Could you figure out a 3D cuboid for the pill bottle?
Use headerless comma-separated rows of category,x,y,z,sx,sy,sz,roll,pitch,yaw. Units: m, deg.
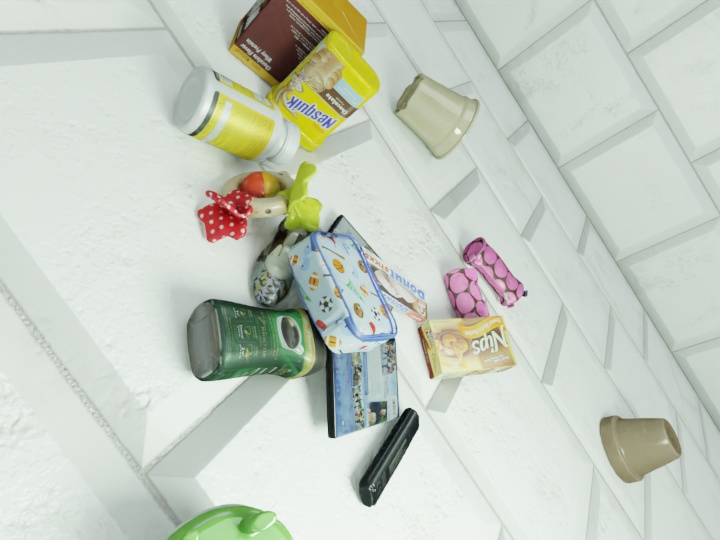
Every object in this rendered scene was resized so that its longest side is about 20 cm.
pill bottle,-0.204,-0.254,0.895,0.199,0.111,0.112,17,53,-43

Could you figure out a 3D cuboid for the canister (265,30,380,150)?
canister,-0.077,-0.355,1.044,0.148,0.199,0.087,39,39,-25

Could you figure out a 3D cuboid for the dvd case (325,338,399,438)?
dvd case,0.008,0.186,0.863,0.199,0.017,0.144,8,78,-56

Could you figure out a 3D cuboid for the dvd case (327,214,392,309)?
dvd case,0.000,0.000,1.030,0.200,0.017,0.143,48,38,-16

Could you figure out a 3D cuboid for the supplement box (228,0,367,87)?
supplement box,-0.126,-0.486,1.077,0.197,0.199,0.134,33,43,-32

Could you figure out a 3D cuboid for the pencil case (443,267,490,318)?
pencil case,0.273,0.089,1.256,0.093,0.091,0.202,-11,73,-16

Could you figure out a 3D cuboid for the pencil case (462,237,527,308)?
pencil case,0.359,0.008,1.407,0.200,0.091,0.094,45,49,-17

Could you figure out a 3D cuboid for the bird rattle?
bird rattle,-0.164,-0.112,0.850,0.163,0.198,0.113,-121,-160,-53

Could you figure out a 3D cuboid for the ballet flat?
ballet flat,-0.127,-0.031,0.866,0.072,0.072,0.201,41,39,-23

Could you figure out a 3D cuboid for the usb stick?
usb stick,0.052,0.306,0.872,0.200,0.032,0.056,-41,133,-54

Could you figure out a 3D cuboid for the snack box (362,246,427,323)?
snack box,0.062,0.031,1.032,0.199,0.024,0.072,34,44,-33

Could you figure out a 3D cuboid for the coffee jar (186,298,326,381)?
coffee jar,-0.140,0.102,0.743,0.199,0.085,0.105,12,56,-47

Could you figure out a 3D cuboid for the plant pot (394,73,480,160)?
plant pot,0.205,-0.453,1.488,0.183,0.200,0.201,31,43,-17

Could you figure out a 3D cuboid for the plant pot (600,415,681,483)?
plant pot,0.859,0.525,1.586,0.200,0.174,0.202,30,44,-34

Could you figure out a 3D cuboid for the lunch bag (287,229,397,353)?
lunch bag,-0.023,0.029,0.823,0.160,0.075,0.201,6,56,-57

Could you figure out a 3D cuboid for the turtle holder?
turtle holder,-0.157,0.324,0.524,0.185,0.132,0.141,-37,92,-34

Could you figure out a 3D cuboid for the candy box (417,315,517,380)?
candy box,0.231,0.163,1.118,0.198,0.055,0.116,0,65,-26
